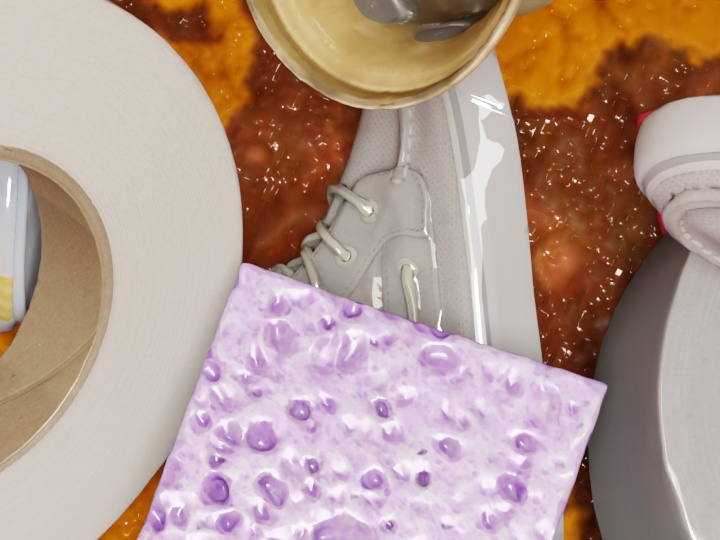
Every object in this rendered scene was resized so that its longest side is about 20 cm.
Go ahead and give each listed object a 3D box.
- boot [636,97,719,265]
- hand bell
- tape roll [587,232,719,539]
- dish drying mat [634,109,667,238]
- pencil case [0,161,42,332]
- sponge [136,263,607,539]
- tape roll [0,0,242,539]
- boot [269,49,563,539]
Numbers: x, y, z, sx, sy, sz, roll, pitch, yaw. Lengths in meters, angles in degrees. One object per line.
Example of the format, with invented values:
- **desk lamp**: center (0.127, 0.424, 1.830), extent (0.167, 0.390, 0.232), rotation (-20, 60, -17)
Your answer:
- **boot**: center (0.160, 0.027, 0.683), extent (0.200, 0.074, 0.096), rotation (19, 68, -11)
- **hand bell**: center (0.065, -0.104, 0.765), extent (0.104, 0.200, 0.104), rotation (5, 98, 38)
- **tape roll**: center (0.172, 0.051, 0.763), extent (0.200, 0.066, 0.201), rotation (4, 74, -14)
- **dish drying mat**: center (0.146, 0.039, 0.807), extent (0.077, 0.018, 0.200), rotation (-12, 78, -9)
- **pencil case**: center (-0.190, -0.027, 0.771), extent (0.200, 0.083, 0.091), rotation (1, 94, -2)
- **sponge**: center (-0.016, 0.106, 0.715), extent (0.111, 0.030, 0.200), rotation (20, 79, 3)
- **tape roll**: center (-0.122, 0.008, 0.701), extent (0.203, 0.203, 0.037), rotation (-45, 45, -11)
- **boot**: center (0.000, 0.000, 0.778), extent (0.095, 0.074, 0.200), rotation (-7, 77, -8)
